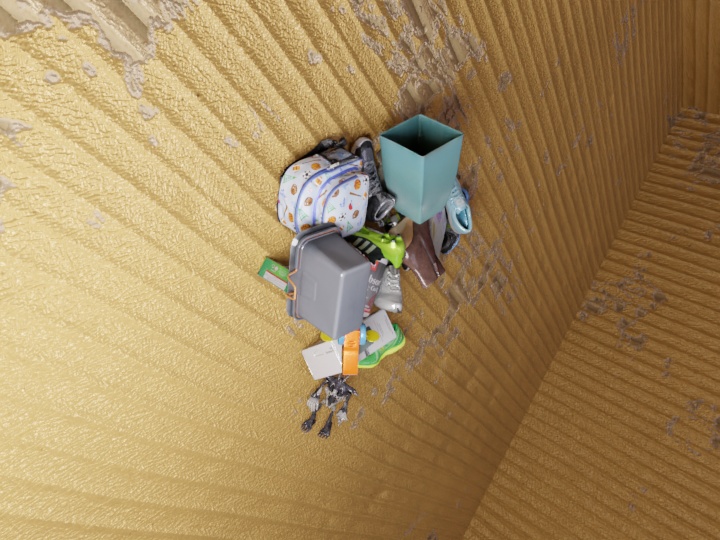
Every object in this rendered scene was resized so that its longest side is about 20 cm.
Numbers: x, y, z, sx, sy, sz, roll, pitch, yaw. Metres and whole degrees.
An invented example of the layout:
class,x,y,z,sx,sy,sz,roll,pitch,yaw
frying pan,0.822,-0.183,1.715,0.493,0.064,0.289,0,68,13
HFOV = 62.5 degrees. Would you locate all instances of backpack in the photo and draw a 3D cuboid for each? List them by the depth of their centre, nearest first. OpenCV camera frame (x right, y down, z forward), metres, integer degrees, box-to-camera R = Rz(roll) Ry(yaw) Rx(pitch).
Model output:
class,x,y,z,sx,sy,sz,roll,pitch,yaw
backpack,-0.080,-0.151,1.251,0.187,0.153,0.205,-20,129,-31

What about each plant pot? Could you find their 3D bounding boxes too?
class,x,y,z,sx,sy,sz,roll,pitch,yaw
plant pot,0.140,-0.227,1.387,0.140,0.140,0.204,-32,138,-29

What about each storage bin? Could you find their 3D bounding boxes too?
class,x,y,z,sx,sy,sz,roll,pitch,yaw
storage bin,-0.064,0.032,1.175,0.143,0.133,0.205,-20,130,-39

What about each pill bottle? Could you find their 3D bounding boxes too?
class,x,y,z,sx,sy,sz,roll,pitch,yaw
pill bottle,0.000,0.000,1.454,0.115,0.114,0.205,19,91,-54

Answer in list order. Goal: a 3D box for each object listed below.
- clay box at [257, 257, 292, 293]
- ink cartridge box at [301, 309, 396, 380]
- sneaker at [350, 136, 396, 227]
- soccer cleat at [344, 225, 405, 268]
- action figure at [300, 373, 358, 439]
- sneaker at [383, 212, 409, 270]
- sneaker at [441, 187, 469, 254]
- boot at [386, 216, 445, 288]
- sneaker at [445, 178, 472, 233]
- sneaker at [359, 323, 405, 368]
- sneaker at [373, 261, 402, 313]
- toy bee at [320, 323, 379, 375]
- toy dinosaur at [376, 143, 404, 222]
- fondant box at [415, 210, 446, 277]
class,x,y,z,sx,sy,sz,roll,pitch,yaw
clay box,-0.123,0.036,1.321,0.199,0.114,0.048,29,89,-54
ink cartridge box,-0.029,0.186,1.491,0.198,0.145,0.086,-26,90,-41
sneaker,0.031,-0.201,1.379,0.074,0.113,0.205,-23,128,-35
soccer cleat,0.013,-0.062,1.368,0.067,0.196,0.083,-36,138,-46
action figure,-0.080,0.350,1.539,0.102,0.117,0.203,-64,179,-65
sneaker,0.094,-0.075,1.598,0.081,0.072,0.203,-19,134,-6
sneaker,0.261,-0.150,1.762,0.081,0.071,0.205,0,114,-28
boot,0.156,-0.064,1.471,0.168,0.072,0.200,53,46,-5
sneaker,0.272,-0.198,1.666,0.073,0.082,0.204,-29,106,-12
sneaker,0.043,0.214,1.689,0.198,0.073,0.086,-29,107,-36
sneaker,0.072,0.038,1.524,0.073,0.201,0.089,11,116,-16
toy bee,-0.015,0.128,1.353,0.128,0.109,0.204,22,104,-12
toy dinosaur,0.061,-0.222,1.463,0.101,0.077,0.205,9,107,-41
fondant box,0.186,-0.103,1.616,0.146,0.057,0.204,70,30,-51
